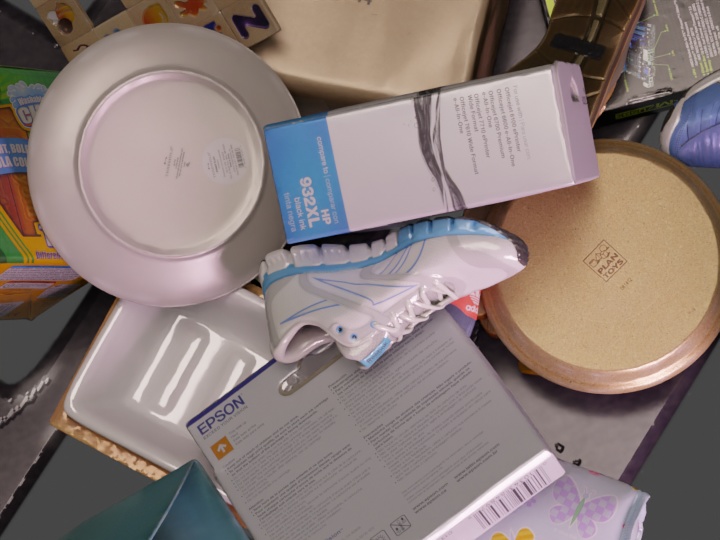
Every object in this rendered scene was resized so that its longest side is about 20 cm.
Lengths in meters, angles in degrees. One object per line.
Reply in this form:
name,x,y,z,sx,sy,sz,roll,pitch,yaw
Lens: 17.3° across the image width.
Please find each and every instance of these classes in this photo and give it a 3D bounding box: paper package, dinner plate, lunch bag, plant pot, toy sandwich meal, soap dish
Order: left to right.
plant pot,-0.174,0.254,1.621,0.200,0.141,0.141,-27,105,21
dinner plate,-0.133,-0.074,1.656,0.200,0.024,0.201,0,92,-11
soap dish,-0.099,0.089,1.701,0.200,0.081,0.158,27,81,12
paper package,0.004,-0.203,1.750,0.200,0.103,0.191,11,78,11
lunch bag,0.088,0.227,1.623,0.169,0.127,0.200,18,68,11
toy sandwich meal,0.169,0.000,1.700,0.205,0.070,0.206,-1,78,4

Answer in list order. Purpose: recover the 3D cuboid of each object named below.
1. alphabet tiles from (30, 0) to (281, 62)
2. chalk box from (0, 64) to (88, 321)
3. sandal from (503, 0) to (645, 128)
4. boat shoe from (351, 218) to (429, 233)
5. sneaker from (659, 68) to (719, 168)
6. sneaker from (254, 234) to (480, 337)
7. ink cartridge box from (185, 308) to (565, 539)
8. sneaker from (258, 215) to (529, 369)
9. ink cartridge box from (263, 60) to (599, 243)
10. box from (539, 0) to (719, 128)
alphabet tiles,-0.138,-0.167,1.700,0.167,0.008,0.200,-25,104,30
chalk box,-0.276,-0.075,1.720,0.124,0.125,0.200,-29,71,40
sandal,0.149,-0.138,1.702,0.080,0.054,0.200,23,72,23
boat shoe,-0.046,-0.064,1.740,0.200,0.070,0.066,-5,72,5
sneaker,0.313,-0.107,1.689,0.200,0.076,0.077,-11,31,7
sneaker,0.000,0.000,1.703,0.200,0.075,0.085,25,88,21
ink cartridge box,0.006,0.121,1.598,0.199,0.041,0.200,-36,52,1
sneaker,0.023,0.022,1.591,0.200,0.075,0.087,-13,60,27
ink cartridge box,0.052,-0.080,1.599,0.200,0.145,0.084,-11,92,13
box,0.227,-0.221,1.756,0.193,0.048,0.200,-15,76,6
